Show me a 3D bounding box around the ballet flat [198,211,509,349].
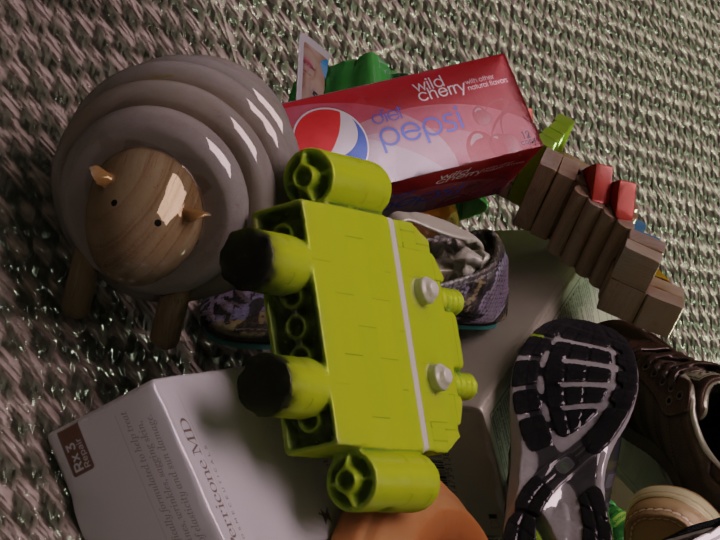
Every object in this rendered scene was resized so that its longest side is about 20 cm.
[{"bbox_3d":[0.000,0.000,1.539,0.200,0.072,0.072,-4,64,-33],"label":"ballet flat"}]

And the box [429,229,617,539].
[{"bbox_3d":[0.083,0.063,1.630,0.200,0.077,0.095,-51,134,-51],"label":"box"}]

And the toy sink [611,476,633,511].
[{"bbox_3d":[0.238,0.192,1.853,0.130,0.112,0.201,44,29,-35],"label":"toy sink"}]

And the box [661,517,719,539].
[{"bbox_3d":[0.136,0.211,1.385,0.199,0.060,0.117,-23,88,-32],"label":"box"}]

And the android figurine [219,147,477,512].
[{"bbox_3d":[0.001,0.032,1.376,0.200,0.041,0.183,12,67,-58],"label":"android figurine"}]

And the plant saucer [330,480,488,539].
[{"bbox_3d":[0.033,0.201,1.419,0.200,0.037,0.201,-2,90,-66],"label":"plant saucer"}]

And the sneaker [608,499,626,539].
[{"bbox_3d":[0.134,0.158,1.711,0.201,0.083,0.074,64,24,6],"label":"sneaker"}]

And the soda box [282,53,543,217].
[{"bbox_3d":[-0.001,-0.064,1.564,0.199,0.070,0.064,-15,73,-27],"label":"soda box"}]

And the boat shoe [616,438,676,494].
[{"bbox_3d":[0.193,0.134,1.612,0.060,0.074,0.200,1,36,-14],"label":"boat shoe"}]

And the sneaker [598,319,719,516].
[{"bbox_3d":[0.191,0.077,1.561,0.070,0.076,0.200,-6,39,-27],"label":"sneaker"}]

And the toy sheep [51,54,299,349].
[{"bbox_3d":[-0.092,-0.045,1.403,0.138,0.138,0.200,55,21,-14],"label":"toy sheep"}]

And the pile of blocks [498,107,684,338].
[{"bbox_3d":[0.135,-0.047,1.637,0.082,0.062,0.200,-13,47,-43],"label":"pile of blocks"}]

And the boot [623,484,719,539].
[{"bbox_3d":[0.156,0.232,1.471,0.155,0.072,0.201,-40,127,-51],"label":"boot"}]

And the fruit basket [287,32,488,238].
[{"bbox_3d":[0.018,-0.022,1.666,0.185,0.093,0.201,37,37,-46],"label":"fruit basket"}]

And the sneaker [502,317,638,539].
[{"bbox_3d":[0.109,0.116,1.538,0.081,0.074,0.201,100,3,-57],"label":"sneaker"}]

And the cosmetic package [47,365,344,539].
[{"bbox_3d":[-0.063,0.105,1.381,0.102,0.074,0.200,66,22,8],"label":"cosmetic package"}]
